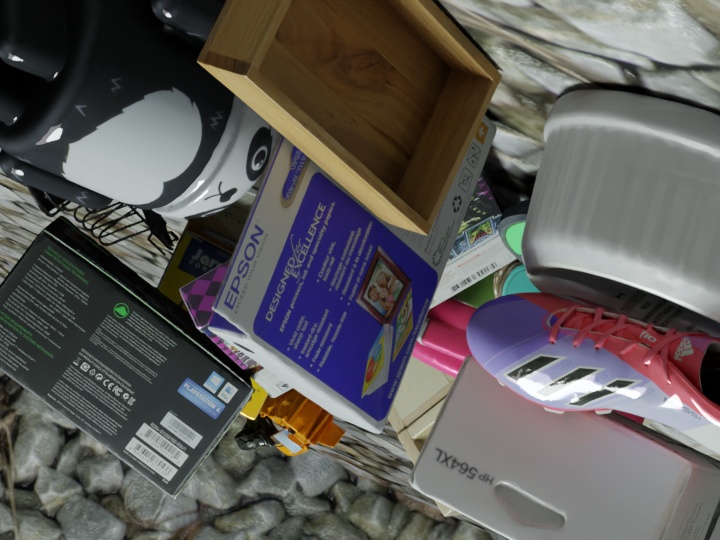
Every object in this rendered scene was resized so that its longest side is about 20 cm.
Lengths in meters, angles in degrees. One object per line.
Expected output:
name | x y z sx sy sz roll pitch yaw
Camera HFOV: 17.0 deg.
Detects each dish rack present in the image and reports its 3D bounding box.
dish rack | -0.193 -0.088 1.663 0.154 0.054 0.200 66 -174 22

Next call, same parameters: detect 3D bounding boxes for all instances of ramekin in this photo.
ramekin | 0.179 -0.010 1.302 0.201 0.095 0.202 23 170 4

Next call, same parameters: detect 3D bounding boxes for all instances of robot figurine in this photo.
robot figurine | -0.033 0.085 1.824 0.058 0.145 0.200 38 172 -6
robot figurine | -0.142 -0.105 1.442 0.199 0.125 0.150 23 170 -34

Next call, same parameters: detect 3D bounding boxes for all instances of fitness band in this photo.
fitness band | 0.104 0.067 1.683 0.199 0.038 0.144 23 170 17

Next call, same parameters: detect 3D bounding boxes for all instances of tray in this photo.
tray | -0.001 -0.103 1.232 0.037 0.099 0.200 19 168 33

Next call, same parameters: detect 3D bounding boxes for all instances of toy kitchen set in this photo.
toy kitchen set | 0.131 0.079 1.938 0.200 0.163 0.181 5 -130 -60

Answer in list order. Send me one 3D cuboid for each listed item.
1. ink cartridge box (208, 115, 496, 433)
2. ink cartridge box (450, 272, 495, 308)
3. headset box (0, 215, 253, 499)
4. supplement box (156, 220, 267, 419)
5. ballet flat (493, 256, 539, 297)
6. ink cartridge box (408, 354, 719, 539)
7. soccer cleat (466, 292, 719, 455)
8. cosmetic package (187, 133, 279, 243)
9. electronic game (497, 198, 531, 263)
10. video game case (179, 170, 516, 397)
ink cartridge box | -0.011 -0.037 1.318 0.043 0.199 0.200 14 165 32
ink cartridge box | 0.115 0.028 1.736 0.200 0.060 0.104 30 168 -30
headset box | -0.166 0.054 1.630 0.174 0.093 0.200 38 180 -5
supplement box | -0.096 0.016 1.825 0.108 0.110 0.200 25 -166 -4
ballet flat | 0.184 0.034 1.646 0.199 0.071 0.065 28 -163 -5
ink cartridge box | 0.133 0.122 1.375 0.145 0.085 0.200 26 -179 21
soccer cleat | 0.149 0.048 1.251 0.199 0.067 0.077 22 151 17
cosmetic package | -0.082 -0.073 1.644 0.105 0.071 0.200 23 170 6
electronic game | 0.179 0.004 1.503 0.199 0.042 0.200 22 168 5
video game case | 0.000 0.000 1.538 0.036 0.199 0.181 61 -176 21
